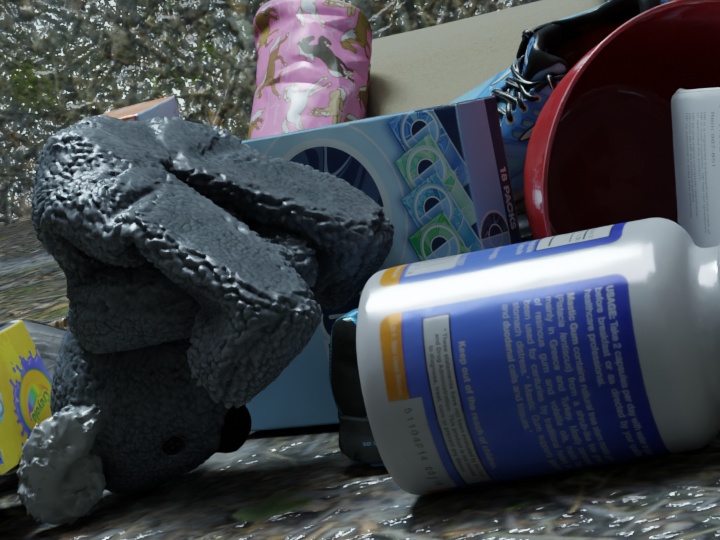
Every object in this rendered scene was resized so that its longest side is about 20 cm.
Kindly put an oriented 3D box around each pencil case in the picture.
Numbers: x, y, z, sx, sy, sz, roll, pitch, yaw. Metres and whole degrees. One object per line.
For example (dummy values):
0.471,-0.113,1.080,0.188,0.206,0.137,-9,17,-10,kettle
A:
-0.041,-0.080,1.528,0.086,0.200,0.083,5,-25,8,pencil case

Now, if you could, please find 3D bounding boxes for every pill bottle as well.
0.108,0.037,1.117,0.200,0.112,0.112,-10,8,16,pill bottle

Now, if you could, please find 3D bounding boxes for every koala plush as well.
-0.111,0.036,1.282,0.184,0.200,0.177,27,29,9,koala plush

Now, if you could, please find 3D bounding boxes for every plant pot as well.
0.099,-0.056,1.594,0.200,0.200,0.177,-13,19,0,plant pot

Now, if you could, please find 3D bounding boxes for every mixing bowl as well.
0.166,-0.050,1.307,0.200,0.200,0.108,-16,11,-21,mixing bowl

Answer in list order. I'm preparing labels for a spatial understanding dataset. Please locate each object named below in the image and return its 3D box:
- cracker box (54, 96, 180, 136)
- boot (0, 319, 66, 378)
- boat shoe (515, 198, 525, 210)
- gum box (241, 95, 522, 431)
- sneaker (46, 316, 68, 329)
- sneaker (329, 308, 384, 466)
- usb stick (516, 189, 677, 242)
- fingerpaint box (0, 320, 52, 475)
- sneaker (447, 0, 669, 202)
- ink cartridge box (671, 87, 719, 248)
-0.124,-0.001,1.461,0.058,0.200,0.134,-14,7,7,cracker box
-0.233,0.060,1.442,0.200,0.070,0.132,25,16,-4,boot
0.070,-0.009,1.479,0.200,0.065,0.072,-36,22,9,boat shoe
0.000,0.000,1.348,0.200,0.170,0.045,-7,6,36,gum box
-0.128,0.045,1.625,0.200,0.071,0.112,-6,11,-3,sneaker
0.078,0.046,1.215,0.200,0.082,0.073,-10,6,12,sneaker
0.117,-0.026,1.399,0.200,0.033,0.055,-13,0,-8,usb stick
-0.270,0.107,1.275,0.167,0.073,0.200,-24,4,16,fingerpaint box
0.098,-0.108,1.381,0.200,0.078,0.090,-32,-32,5,sneaker
0.239,-0.022,1.168,0.084,0.145,0.200,-4,4,-21,ink cartridge box
